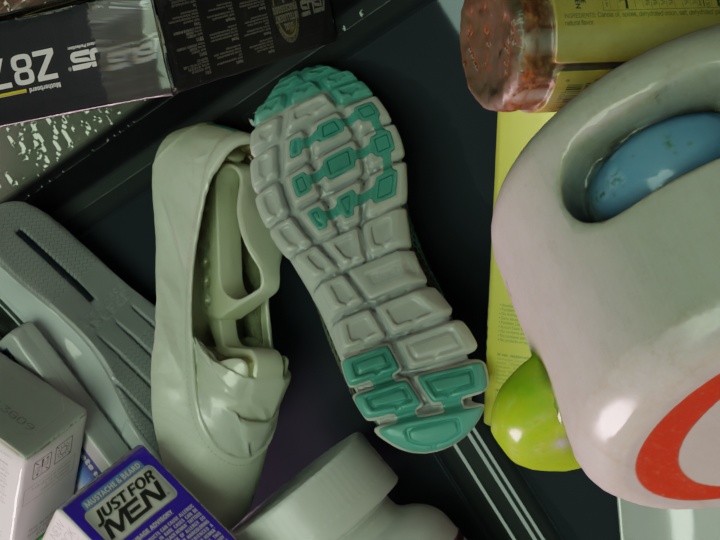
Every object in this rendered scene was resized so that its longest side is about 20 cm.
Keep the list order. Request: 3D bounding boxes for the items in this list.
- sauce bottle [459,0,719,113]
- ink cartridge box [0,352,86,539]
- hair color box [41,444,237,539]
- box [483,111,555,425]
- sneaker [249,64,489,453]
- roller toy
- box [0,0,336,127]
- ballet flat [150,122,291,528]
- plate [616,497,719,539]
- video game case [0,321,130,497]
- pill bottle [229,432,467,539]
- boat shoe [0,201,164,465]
[{"bbox_3d":[0.142,-0.100,0.784,0.199,0.066,0.066,-3,107,-22],"label":"sauce bottle"},{"bbox_3d":[-0.206,0.125,0.968,0.109,0.050,0.200,31,132,19],"label":"ink cartridge box"},{"bbox_3d":[-0.069,0.191,0.886,0.200,0.065,0.109,44,138,11],"label":"hair color box"},{"bbox_3d":[0.092,-0.031,0.865,0.050,0.075,0.201,7,106,17],"label":"box"},{"bbox_3d":[0.000,0.000,0.906,0.077,0.091,0.201,-17,74,-3],"label":"sneaker"},{"bbox_3d":[0.152,-0.005,0.748,0.183,0.199,0.140,117,140,-49],"label":"roller toy"},{"bbox_3d":[-0.119,-0.101,0.851,0.161,0.200,0.049,-10,100,20],"label":"box"},{"bbox_3d":[-0.065,0.026,0.914,0.069,0.069,0.201,-5,86,20],"label":"ballet flat"},{"bbox_3d":[0.214,0.137,0.853,0.199,0.032,0.200,-4,89,32],"label":"plate"},{"bbox_3d":[-0.181,0.126,0.995,0.143,0.018,0.200,53,135,0],"label":"video game case"},{"bbox_3d":[0.025,0.186,0.926,0.109,0.110,0.200,-38,90,24],"label":"pill bottle"},{"bbox_3d":[-0.133,0.052,0.976,0.200,0.072,0.071,49,136,2],"label":"boat shoe"}]
